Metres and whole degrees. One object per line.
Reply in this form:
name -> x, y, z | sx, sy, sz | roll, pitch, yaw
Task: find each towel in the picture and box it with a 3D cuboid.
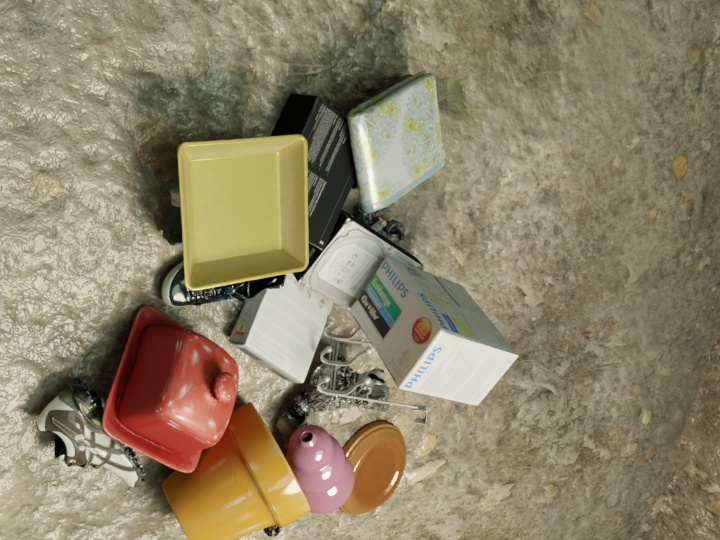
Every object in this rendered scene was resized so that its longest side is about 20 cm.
towel -> 0.060, -0.212, 1.287 | 0.199, 0.048, 0.173 | -37, 129, -34

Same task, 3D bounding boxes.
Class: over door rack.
over door rack -> 0.029, 0.162, 1.348 | 0.198, 0.149, 0.067 | 18, 128, -11

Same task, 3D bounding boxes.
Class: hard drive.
hard drive -> 0.000, 0.000, 1.341 | 0.199, 0.038, 0.140 | 31, 104, -39

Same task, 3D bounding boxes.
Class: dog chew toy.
dog chew toy -> -0.078, 0.344, 1.396 | 0.124, 0.124, 0.201 | -41, 145, -25

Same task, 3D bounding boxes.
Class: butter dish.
butter dish -> -0.242, 0.171, 1.141 | 0.199, 0.146, 0.202 | 44, 49, -43

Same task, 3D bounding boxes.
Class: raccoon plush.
raccoon plush -> -0.036, 0.245, 1.402 | 0.201, 0.134, 0.097 | -52, 161, 4

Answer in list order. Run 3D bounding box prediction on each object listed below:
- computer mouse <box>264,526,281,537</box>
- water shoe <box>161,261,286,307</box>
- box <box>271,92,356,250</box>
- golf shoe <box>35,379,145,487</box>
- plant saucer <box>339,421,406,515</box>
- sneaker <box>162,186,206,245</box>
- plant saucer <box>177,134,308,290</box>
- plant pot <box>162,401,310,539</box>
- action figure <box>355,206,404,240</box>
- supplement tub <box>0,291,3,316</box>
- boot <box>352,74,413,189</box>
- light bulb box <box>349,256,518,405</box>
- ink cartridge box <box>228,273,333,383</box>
computer mouse -> -0.164, 0.405, 1.420 | 0.058, 0.034, 0.202 | -30, 125, -34
water shoe -> -0.203, 0.012, 1.196 | 0.199, 0.079, 0.072 | -19, 118, -38
box -> -0.084, -0.155, 1.248 | 0.141, 0.078, 0.202 | 28, 85, -43
golf shoe -> -0.384, 0.249, 1.126 | 0.094, 0.078, 0.201 | -35, 121, -16
plant saucer -> 0.026, 0.407, 1.603 | 0.199, 0.037, 0.203 | -18, 117, -39
sneaker -> -0.210, -0.051, 1.175 | 0.199, 0.077, 0.092 | 24, 92, -37
plant saucer -> -0.169, -0.088, 1.115 | 0.198, 0.048, 0.203 | -10, 109, -34
plant pot -> -0.206, 0.344, 1.258 | 0.182, 0.200, 0.202 | -30, 126, -14
action figure -> 0.030, -0.033, 1.415 | 0.129, 0.069, 0.202 | -30, 122, -27
supplement tub -> -0.505, 0.008, 0.852 | 0.145, 0.144, 0.201 | -46, 132, -21
boot -> 0.043, -0.236, 1.347 | 0.130, 0.067, 0.202 | -5, 110, -44
light bulb box -> 0.120, 0.103, 1.320 | 0.199, 0.199, 0.125 | 19, 115, -39
ink cartridge box -> -0.124, 0.066, 1.335 | 0.162, 0.050, 0.202 | 42, 58, -44
